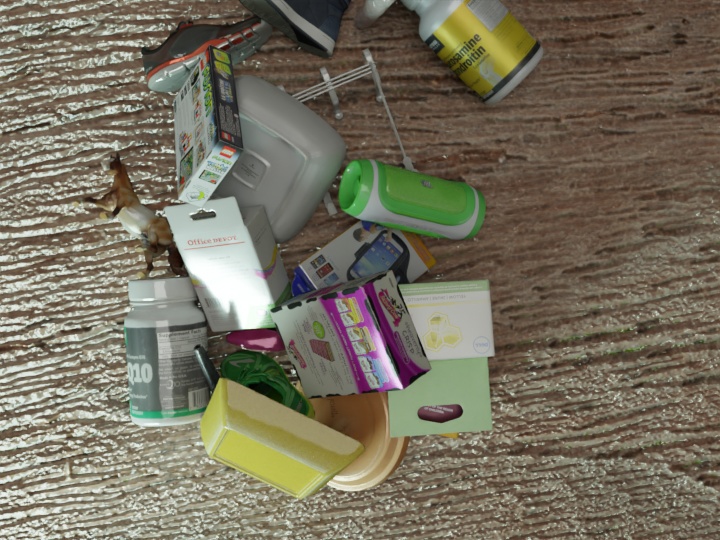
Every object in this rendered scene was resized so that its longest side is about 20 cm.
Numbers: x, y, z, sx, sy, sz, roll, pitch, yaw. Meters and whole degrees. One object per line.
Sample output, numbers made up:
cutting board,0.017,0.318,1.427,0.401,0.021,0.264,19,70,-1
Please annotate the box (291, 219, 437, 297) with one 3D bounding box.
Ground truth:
box,0.000,0.000,1.128,0.200,0.041,0.119,-38,92,-24

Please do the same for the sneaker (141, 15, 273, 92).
sneaker,-0.225,-0.332,1.129,0.200,0.077,0.082,-25,83,-4

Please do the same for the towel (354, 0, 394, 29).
towel,0.073,-0.418,1.075,0.032,0.200,0.191,43,89,-11

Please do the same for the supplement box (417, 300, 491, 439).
supplement box,0.115,0.126,1.135,0.086,0.110,0.200,13,91,-3

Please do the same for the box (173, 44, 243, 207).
box,-0.202,-0.192,1.031,0.035,0.200,0.110,19,131,-33

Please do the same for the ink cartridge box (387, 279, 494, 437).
ink cartridge box,0.104,0.117,1.046,0.145,0.048,0.200,-3,83,-4

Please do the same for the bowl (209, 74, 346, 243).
bowl,-0.144,-0.148,1.099,0.200,0.075,0.200,35,113,0

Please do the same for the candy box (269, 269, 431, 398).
candy box,-0.017,0.087,1.011,0.061,0.200,0.137,-27,98,-41

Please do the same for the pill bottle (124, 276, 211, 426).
pill bottle,-0.273,0.110,1.116,0.113,0.113,0.200,-3,91,-2

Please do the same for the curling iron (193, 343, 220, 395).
curling iron,-0.198,0.184,1.115,0.026,0.050,0.200,-4,122,10

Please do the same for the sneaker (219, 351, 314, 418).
sneaker,-0.140,0.160,1.097,0.084,0.200,0.074,35,85,-44

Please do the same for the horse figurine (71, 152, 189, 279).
horse figurine,-0.317,-0.066,1.117,0.050,0.133,0.200,-39,101,19

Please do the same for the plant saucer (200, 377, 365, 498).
plant saucer,-0.115,0.232,1.023,0.200,0.200,0.048,27,58,-4

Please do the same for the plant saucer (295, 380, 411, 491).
plant saucer,-0.021,0.210,1.114,0.200,0.032,0.201,-3,84,34

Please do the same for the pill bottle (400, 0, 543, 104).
pill bottle,0.154,-0.341,1.117,0.200,0.112,0.112,43,89,-8

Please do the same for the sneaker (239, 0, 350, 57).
sneaker,-0.085,-0.406,1.089,0.077,0.202,0.146,24,90,37

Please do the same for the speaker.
speaker,0.074,-0.098,1.111,0.200,0.088,0.089,11,91,-25

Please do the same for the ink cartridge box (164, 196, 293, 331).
ink cartridge box,-0.176,-0.018,1.086,0.117,0.067,0.200,-5,118,20

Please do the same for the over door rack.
over door rack,-0.019,-0.199,1.149,0.148,0.067,0.200,-23,104,0

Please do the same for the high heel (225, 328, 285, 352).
high heel,-0.093,0.065,1.141,0.200,0.067,0.096,0,101,-8
